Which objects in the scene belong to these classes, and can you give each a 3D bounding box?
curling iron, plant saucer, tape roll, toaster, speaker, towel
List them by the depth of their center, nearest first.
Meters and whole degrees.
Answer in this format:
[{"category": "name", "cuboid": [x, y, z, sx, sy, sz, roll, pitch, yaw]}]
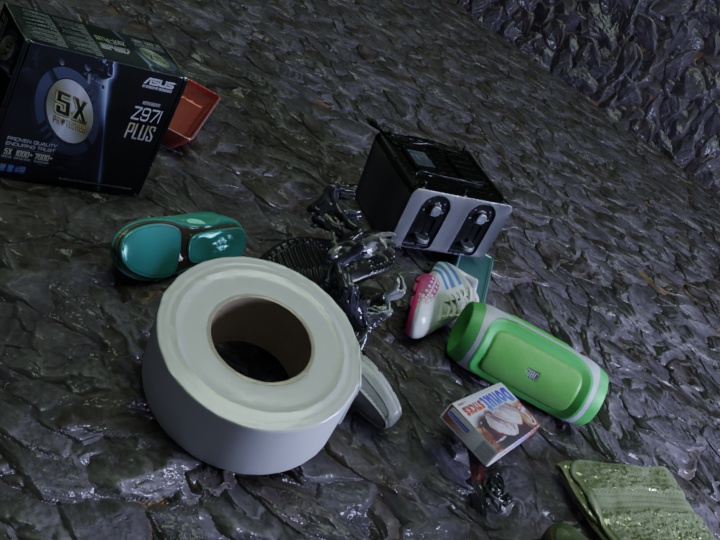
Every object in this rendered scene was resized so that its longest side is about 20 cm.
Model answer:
[{"category": "tape roll", "cuboid": [-0.100, 0.085, 0.956, 0.199, 0.071, 0.205, 15, 43, -14]}, {"category": "curling iron", "cuboid": [0.131, 0.197, 1.131, 0.050, 0.025, 0.201, 45, 15, -22]}, {"category": "towel", "cuboid": [0.326, 0.280, 1.183, 0.197, 0.037, 0.149, 13, 32, -35]}, {"category": "speaker", "cuboid": [0.210, 0.117, 1.289, 0.197, 0.089, 0.089, 28, 25, -7]}, {"category": "plant saucer", "cuboid": [-0.307, -0.247, 1.427, 0.197, 0.037, 0.201, 28, 25, -8]}, {"category": "plant saucer", "cuboid": [0.162, 0.008, 1.514, 0.069, 0.019, 0.200, 31, 24, -1]}, {"category": "toaster", "cuboid": [0.100, -0.117, 1.529, 0.178, 0.120, 0.201, 8, 33, -29]}]

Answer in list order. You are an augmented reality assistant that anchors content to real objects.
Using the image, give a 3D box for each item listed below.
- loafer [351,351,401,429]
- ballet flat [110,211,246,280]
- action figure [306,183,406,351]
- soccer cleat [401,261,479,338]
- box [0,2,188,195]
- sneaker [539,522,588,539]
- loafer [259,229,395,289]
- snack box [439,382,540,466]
[{"category": "loafer", "cuboid": [-0.044, 0.101, 1.074, 0.199, 0.070, 0.070, 40, 60, 9]}, {"category": "ballet flat", "cuboid": [-0.213, -0.030, 1.126, 0.069, 0.069, 0.198, 17, 15, 33]}, {"category": "action figure", "cuboid": [0.000, 0.000, 1.150, 0.100, 0.120, 0.203, -13, 58, -5]}, {"category": "soccer cleat", "cuboid": [0.110, 0.037, 1.327, 0.085, 0.071, 0.200, 16, 22, 9]}, {"category": "box", "cuboid": [-0.320, -0.186, 1.152, 0.198, 0.165, 0.086, 7, 33, -42]}, {"category": "sneaker", "cuboid": [0.271, 0.308, 1.007, 0.066, 0.091, 0.200, -3, 41, -48]}, {"category": "loafer", "cuboid": [-0.047, 0.002, 1.247, 0.197, 0.071, 0.074, -8, 74, -38]}, {"category": "snack box", "cuboid": [0.149, 0.169, 1.149, 0.072, 0.024, 0.199, 45, 16, 16]}]
